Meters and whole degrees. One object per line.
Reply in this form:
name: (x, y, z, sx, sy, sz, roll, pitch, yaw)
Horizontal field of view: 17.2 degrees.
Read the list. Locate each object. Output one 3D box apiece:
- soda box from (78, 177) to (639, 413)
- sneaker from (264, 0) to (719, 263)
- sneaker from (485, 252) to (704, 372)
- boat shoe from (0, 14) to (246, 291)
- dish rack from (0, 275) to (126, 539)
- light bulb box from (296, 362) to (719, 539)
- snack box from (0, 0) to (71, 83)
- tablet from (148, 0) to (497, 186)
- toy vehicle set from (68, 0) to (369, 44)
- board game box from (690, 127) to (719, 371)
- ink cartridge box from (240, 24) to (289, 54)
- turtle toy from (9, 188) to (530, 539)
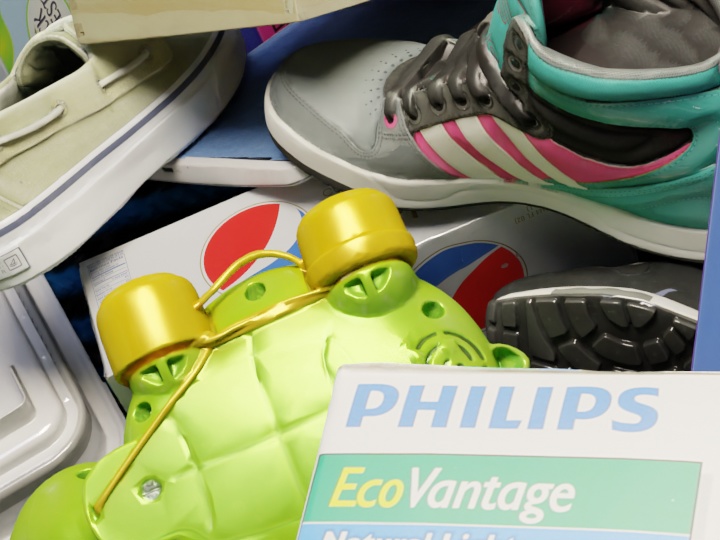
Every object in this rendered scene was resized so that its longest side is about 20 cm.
soda box: (0.000, 0.000, 0.898, 0.199, 0.068, 0.064, -22, 46, 3)
sneaker: (0.051, -0.074, 0.807, 0.199, 0.121, 0.084, 11, 51, 21)
sneaker: (0.146, 0.018, 0.836, 0.199, 0.076, 0.088, 4, 38, 20)
boat shoe: (-0.103, -0.067, 0.922, 0.072, 0.062, 0.200, -12, 26, 29)
dish rack: (-0.199, 0.050, 0.952, 0.171, 0.044, 0.200, -31, 46, -5)
light bulb box: (0.054, 0.161, 0.648, 0.124, 0.199, 0.201, 0, 52, 19)
snack box: (-0.121, -0.154, 1.028, 0.053, 0.142, 0.200, 10, 55, 27)
tablet: (0.003, -0.091, 0.964, 0.200, 0.014, 0.130, -39, 27, -31)
toy vehicle set: (0.000, -0.125, 0.918, 0.124, 0.027, 0.200, 0, 16, 44)
board game box: (0.167, 0.031, 0.716, 0.134, 0.201, 0.045, 25, 35, 36)
ink cartridge box: (-0.027, -0.163, 1.030, 0.200, 0.095, 0.037, -42, 45, -16)
turtle toy: (-0.033, 0.071, 0.825, 0.199, 0.101, 0.146, -22, 72, 3)
